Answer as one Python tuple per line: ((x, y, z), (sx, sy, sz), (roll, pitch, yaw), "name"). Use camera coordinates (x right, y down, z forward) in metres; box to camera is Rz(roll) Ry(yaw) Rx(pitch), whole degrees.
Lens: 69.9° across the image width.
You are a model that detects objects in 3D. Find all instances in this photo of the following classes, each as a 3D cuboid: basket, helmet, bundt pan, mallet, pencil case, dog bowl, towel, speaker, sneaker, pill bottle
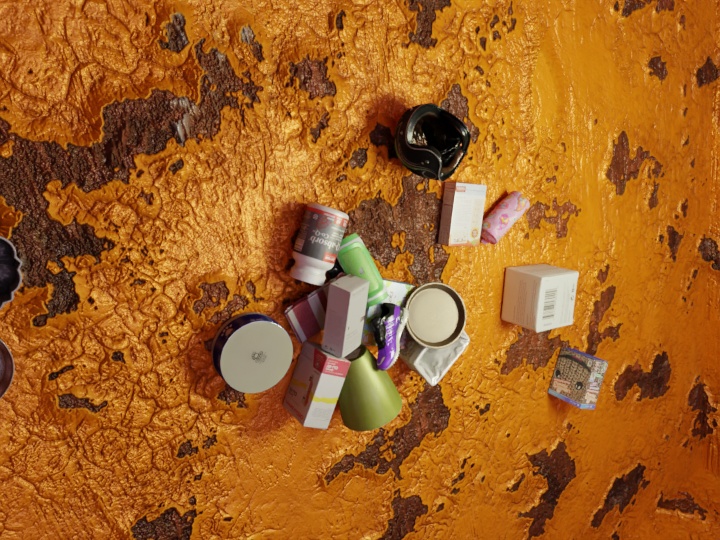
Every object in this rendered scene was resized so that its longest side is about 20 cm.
((0.225, 0.240, 1.642), (0.200, 0.123, 0.136), (-49, 121, -14), "basket")
((0.187, -0.359, 1.437), (0.200, 0.191, 0.200), (-45, 159, -22), "helmet")
((-0.768, -0.004, 0.994), (0.202, 0.076, 0.202), (-8, 105, -30), "bundt pan")
((-0.117, 0.062, 1.442), (0.200, 0.041, 0.066), (-45, 122, -11), "mallet")
((0.477, -0.175, 1.728), (0.200, 0.087, 0.087), (-47, 121, -13), "pencil case")
((-0.281, 0.214, 1.347), (0.200, 0.079, 0.200), (-8, 105, -31), "dog bowl")
((-0.107, 0.105, 1.436), (0.200, 0.023, 0.144), (-33, 136, -15), "towel")
((0.000, 0.000, 1.434), (0.088, 0.088, 0.200), (-29, 94, -23), "speaker")
((0.064, 0.181, 1.467), (0.099, 0.070, 0.200), (29, 62, -23), "sneaker")
((-0.113, -0.068, 1.363), (0.116, 0.116, 0.200), (16, 93, -34), "pill bottle")

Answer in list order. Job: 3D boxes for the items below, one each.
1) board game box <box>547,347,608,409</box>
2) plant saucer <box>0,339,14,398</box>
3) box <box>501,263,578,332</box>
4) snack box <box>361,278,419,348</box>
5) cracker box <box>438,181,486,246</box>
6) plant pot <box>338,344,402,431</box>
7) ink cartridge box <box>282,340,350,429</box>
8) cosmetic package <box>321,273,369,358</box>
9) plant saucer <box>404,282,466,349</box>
((0.869, 0.429, 2.065), (0.097, 0.159, 0.200), (12, 94, -32), "board game box")
((-0.816, 0.201, 1.039), (0.200, 0.034, 0.201), (-8, 105, -29), "plant saucer")
((0.635, 0.091, 1.832), (0.200, 0.171, 0.199), (-6, 105, -31), "box")
((0.074, 0.127, 1.554), (0.168, 0.068, 0.200), (12, 93, -33), "snack box")
((0.325, -0.179, 1.644), (0.134, 0.058, 0.200), (-1, 103, -32), "cracker box")
((0.004, 0.325, 1.493), (0.187, 0.187, 0.200), (-28, 111, -24), "plant pot")
((-0.125, 0.316, 1.428), (0.083, 0.145, 0.200), (18, 91, -34), "ink cartridge box")
((-0.040, 0.122, 1.388), (0.102, 0.074, 0.200), (-29, 134, -54), "cosmetic package")
((0.223, 0.136, 1.554), (0.200, 0.029, 0.200), (2, 83, -14), "plant saucer")
